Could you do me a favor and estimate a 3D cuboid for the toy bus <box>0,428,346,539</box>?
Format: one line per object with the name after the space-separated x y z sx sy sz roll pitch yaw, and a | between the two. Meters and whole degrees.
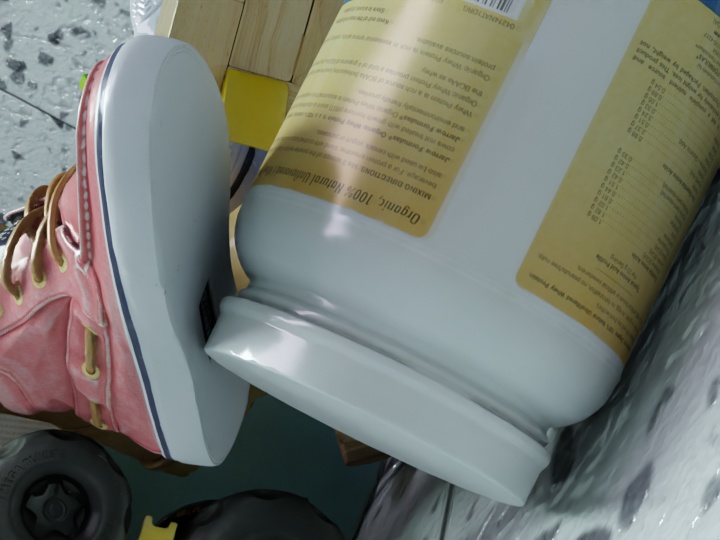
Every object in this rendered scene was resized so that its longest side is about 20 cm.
-0.104 0.169 0.861 0.136 0.200 0.192 155 132 -74 | toy bus

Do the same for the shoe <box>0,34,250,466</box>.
-0.095 -0.006 0.754 0.200 0.091 0.072 85 -160 -51 | shoe

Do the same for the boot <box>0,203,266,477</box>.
-0.116 0.000 0.862 0.175 0.200 0.066 -55 36 21 | boot

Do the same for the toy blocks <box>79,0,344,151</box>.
0.004 -0.111 0.859 0.100 0.200 0.137 -132 58 -74 | toy blocks

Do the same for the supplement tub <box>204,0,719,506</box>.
0.044 -0.035 0.757 0.200 0.145 0.145 -63 9 -8 | supplement tub

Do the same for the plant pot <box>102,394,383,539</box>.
-0.099 0.105 1.096 0.201 0.161 0.201 -60 10 18 | plant pot

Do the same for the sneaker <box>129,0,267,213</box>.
-0.058 -0.092 1.068 0.075 0.115 0.200 -6 61 27 | sneaker

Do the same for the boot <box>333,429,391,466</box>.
0.001 0.000 0.928 0.201 0.071 0.144 130 125 -73 | boot

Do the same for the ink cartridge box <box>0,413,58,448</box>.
-0.183 0.091 0.971 0.200 0.050 0.109 -66 -25 3 | ink cartridge box
